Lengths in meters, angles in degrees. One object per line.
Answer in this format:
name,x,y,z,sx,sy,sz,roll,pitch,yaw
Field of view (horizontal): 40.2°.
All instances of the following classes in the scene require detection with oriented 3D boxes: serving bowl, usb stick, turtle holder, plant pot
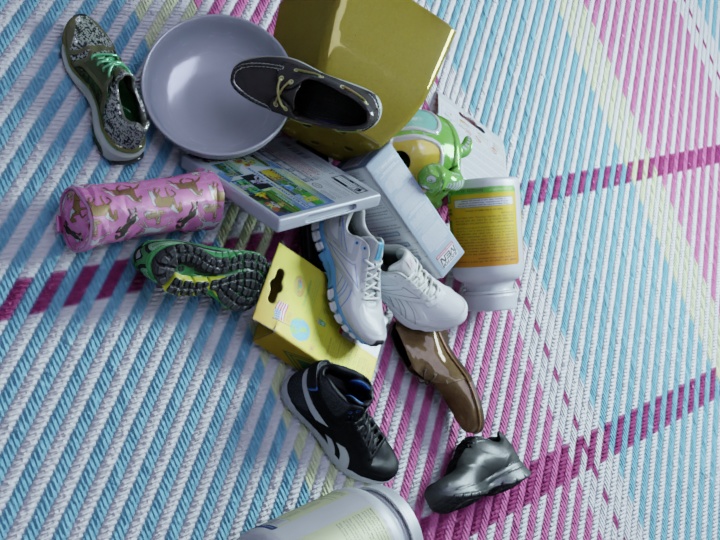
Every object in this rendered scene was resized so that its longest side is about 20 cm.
serving bowl,-0.188,-0.234,1.305,0.200,0.066,0.201,2,74,-8
usb stick,-0.064,-0.095,1.396,0.055,0.033,0.200,7,66,-30
turtle holder,0.077,-0.159,1.461,0.132,0.141,0.186,14,49,-33
plant pot,-0.020,-0.269,1.367,0.194,0.195,0.200,26,72,-28

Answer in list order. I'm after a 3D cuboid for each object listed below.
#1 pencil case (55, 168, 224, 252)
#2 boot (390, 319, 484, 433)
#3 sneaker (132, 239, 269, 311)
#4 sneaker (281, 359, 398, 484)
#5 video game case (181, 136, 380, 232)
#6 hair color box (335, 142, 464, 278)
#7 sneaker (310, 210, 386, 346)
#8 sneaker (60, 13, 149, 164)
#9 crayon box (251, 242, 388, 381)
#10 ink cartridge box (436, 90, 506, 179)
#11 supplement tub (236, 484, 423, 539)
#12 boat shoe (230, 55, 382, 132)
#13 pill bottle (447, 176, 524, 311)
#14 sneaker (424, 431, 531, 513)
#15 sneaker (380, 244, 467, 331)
pencil case,-0.262,-0.075,1.184,0.200,0.087,0.083,-14,57,-42
boot,0.108,0.150,1.409,0.075,0.074,0.200,-21,76,-30
sneaker,-0.191,-0.005,1.218,0.200,0.085,0.078,20,93,-50
sneaker,-0.003,0.197,1.255,0.200,0.112,0.073,44,50,-15
video game case,-0.105,-0.118,1.296,0.182,0.022,0.200,-18,41,-43
hair color box,0.051,-0.080,1.410,0.061,0.099,0.200,-47,112,-28
sneaker,0.000,0.000,1.295,0.075,0.087,0.200,1,65,-51
sneaker,-0.304,-0.238,1.223,0.077,0.089,0.200,-19,82,-43
crayon box,-0.061,0.069,1.302,0.200,0.051,0.127,37,51,-26
ink cartridge box,0.172,-0.190,1.642,0.162,0.050,0.200,32,36,-24
supplement tub,-0.037,0.339,1.139,0.200,0.145,0.145,-14,79,-43
boat shoe,-0.073,-0.223,1.235,0.201,0.072,0.061,15,17,5
pill bottle,0.193,-0.040,1.509,0.111,0.111,0.201,-6,93,-41
sneaker,0.152,0.282,1.384,0.200,0.076,0.091,-6,64,-48
sneaker,0.064,0.017,1.369,0.200,0.099,0.078,25,58,-3
